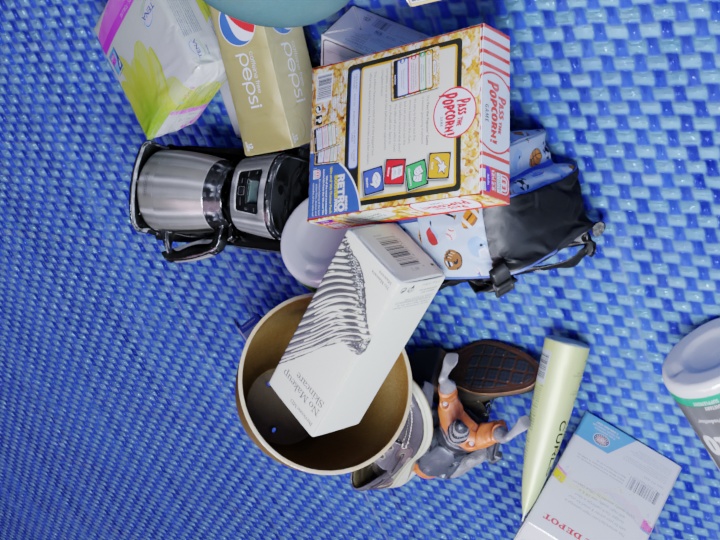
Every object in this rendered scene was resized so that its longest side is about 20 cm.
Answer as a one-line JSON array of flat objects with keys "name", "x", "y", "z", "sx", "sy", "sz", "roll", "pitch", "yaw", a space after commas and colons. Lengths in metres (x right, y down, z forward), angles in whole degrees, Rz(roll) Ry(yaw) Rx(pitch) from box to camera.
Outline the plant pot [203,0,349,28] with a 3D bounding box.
[{"name": "plant pot", "x": -0.099, "y": -0.309, "z": 1.025, "sx": 0.199, "sy": 0.135, "sz": 0.202, "roll": 9, "pitch": 110, "yaw": 24}]

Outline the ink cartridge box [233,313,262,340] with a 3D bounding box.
[{"name": "ink cartridge box", "x": -0.097, "y": 0.129, "z": 1.509, "sx": 0.120, "sy": 0.042, "sz": 0.200, "roll": 54, "pitch": 173, "yaw": -28}]

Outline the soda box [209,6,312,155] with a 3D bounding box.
[{"name": "soda box", "x": -0.097, "y": -0.221, "z": 1.171, "sx": 0.064, "sy": 0.068, "sz": 0.201, "roll": -7, "pitch": 102, "yaw": 34}]

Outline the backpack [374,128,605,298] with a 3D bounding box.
[{"name": "backpack", "x": 0.105, "y": -0.051, "z": 1.133, "sx": 0.190, "sy": 0.199, "sz": 0.155, "roll": -16, "pitch": 91, "yaw": 40}]

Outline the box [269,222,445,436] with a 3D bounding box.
[{"name": "box", "x": -0.006, "y": 0.057, "z": 1.098, "sx": 0.082, "sy": 0.068, "sz": 0.201, "roll": 46, "pitch": 125, "yaw": 28}]

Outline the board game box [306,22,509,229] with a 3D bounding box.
[{"name": "board game box", "x": 0.040, "y": -0.125, "z": 1.054, "sx": 0.199, "sy": 0.153, "sz": 0.046, "roll": -6, "pitch": 168, "yaw": 40}]

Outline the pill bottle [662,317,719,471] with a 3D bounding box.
[{"name": "pill bottle", "x": 0.392, "y": 0.152, "z": 1.150, "sx": 0.113, "sy": 0.113, "sz": 0.200, "roll": -14, "pitch": 118, "yaw": 49}]

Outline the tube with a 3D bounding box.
[{"name": "tube", "x": 0.208, "y": 0.174, "z": 1.296, "sx": 0.052, "sy": 0.058, "sz": 0.201, "roll": 22, "pitch": 101, "yaw": 54}]

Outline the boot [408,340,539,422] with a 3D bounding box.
[{"name": "boot", "x": 0.151, "y": 0.139, "z": 1.411, "sx": 0.199, "sy": 0.075, "sz": 0.097, "roll": -1, "pitch": 146, "yaw": 43}]

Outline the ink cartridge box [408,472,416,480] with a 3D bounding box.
[{"name": "ink cartridge box", "x": 0.006, "y": 0.156, "z": 1.483, "sx": 0.200, "sy": 0.083, "sz": 0.146, "roll": 53, "pitch": 174, "yaw": -18}]

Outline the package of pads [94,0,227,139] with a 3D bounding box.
[{"name": "package of pads", "x": -0.212, "y": -0.245, "z": 1.265, "sx": 0.155, "sy": 0.068, "sz": 0.200, "roll": 63, "pitch": 150, "yaw": 5}]

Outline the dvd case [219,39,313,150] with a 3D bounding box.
[{"name": "dvd case", "x": -0.109, "y": -0.222, "z": 1.287, "sx": 0.142, "sy": 0.018, "sz": 0.201, "roll": 13, "pitch": 136, "yaw": 34}]

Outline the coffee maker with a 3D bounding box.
[{"name": "coffee maker", "x": -0.135, "y": -0.090, "z": 1.353, "sx": 0.199, "sy": 0.192, "sz": 0.136, "roll": 6, "pitch": 111, "yaw": 26}]

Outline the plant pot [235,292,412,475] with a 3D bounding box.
[{"name": "plant pot", "x": -0.062, "y": 0.135, "z": 1.283, "sx": 0.186, "sy": 0.187, "sz": 0.200, "roll": 43, "pitch": 159, "yaw": -4}]

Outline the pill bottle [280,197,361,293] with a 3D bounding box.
[{"name": "pill bottle", "x": 0.000, "y": 0.000, "z": 1.301, "sx": 0.110, "sy": 0.112, "sz": 0.200, "roll": 17, "pitch": 165, "yaw": 29}]

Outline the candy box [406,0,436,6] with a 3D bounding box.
[{"name": "candy box", "x": 0.131, "y": -0.277, "z": 0.928, "sx": 0.199, "sy": 0.117, "sz": 0.057, "roll": 0, "pitch": 129, "yaw": 43}]

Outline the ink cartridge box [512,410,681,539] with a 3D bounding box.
[{"name": "ink cartridge box", "x": 0.258, "y": 0.294, "z": 1.346, "sx": 0.128, "sy": 0.200, "sz": 0.126, "roll": 31, "pitch": 143, "yaw": 13}]

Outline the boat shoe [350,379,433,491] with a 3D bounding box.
[{"name": "boat shoe", "x": 0.030, "y": 0.195, "z": 1.325, "sx": 0.072, "sy": 0.064, "sz": 0.201, "roll": 54, "pitch": 150, "yaw": 26}]

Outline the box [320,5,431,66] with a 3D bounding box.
[{"name": "box", "x": 0.021, "y": -0.157, "z": 1.203, "sx": 0.116, "sy": 0.060, "sz": 0.201, "roll": 27, "pitch": 142, "yaw": 19}]

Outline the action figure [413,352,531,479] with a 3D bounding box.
[{"name": "action figure", "x": 0.083, "y": 0.176, "z": 1.349, "sx": 0.199, "sy": 0.105, "sz": 0.194, "roll": 30, "pitch": 141, "yaw": 1}]
